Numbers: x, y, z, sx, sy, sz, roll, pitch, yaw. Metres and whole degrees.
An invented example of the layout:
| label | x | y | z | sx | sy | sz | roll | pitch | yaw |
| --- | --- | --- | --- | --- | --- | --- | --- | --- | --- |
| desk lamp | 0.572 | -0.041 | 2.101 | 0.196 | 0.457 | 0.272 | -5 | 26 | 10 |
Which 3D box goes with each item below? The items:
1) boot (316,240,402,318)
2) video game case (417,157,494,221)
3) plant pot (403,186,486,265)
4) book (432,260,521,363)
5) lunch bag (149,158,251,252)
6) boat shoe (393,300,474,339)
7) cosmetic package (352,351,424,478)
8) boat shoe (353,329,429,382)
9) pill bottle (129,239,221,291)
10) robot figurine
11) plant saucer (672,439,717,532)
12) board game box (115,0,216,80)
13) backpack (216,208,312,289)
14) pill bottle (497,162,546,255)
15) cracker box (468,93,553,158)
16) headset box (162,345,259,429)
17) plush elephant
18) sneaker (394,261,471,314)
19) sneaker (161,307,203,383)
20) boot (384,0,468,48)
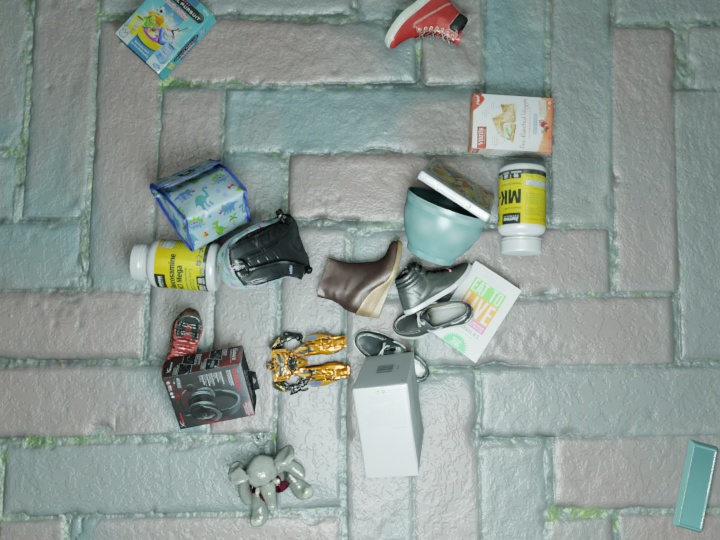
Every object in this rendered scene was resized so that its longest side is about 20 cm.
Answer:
| label | x | y | z | sx | sy | sz | roll | pitch | yaw |
| --- | --- | --- | --- | --- | --- | --- | --- | --- | --- |
| boot | 0.000 | 0.000 | 1.576 | 0.164 | 0.072 | 0.203 | 22 | 88 | 0 |
| video game case | 0.226 | -0.192 | 1.540 | 0.180 | 0.200 | 0.023 | 33 | 112 | 2 |
| plant pot | 0.182 | -0.095 | 1.540 | 0.197 | 0.201 | 0.136 | 19 | 107 | 1 |
| book | 0.273 | 0.098 | 1.587 | 0.132 | 0.048 | 0.202 | 33 | 86 | 9 |
| lunch bag | -0.374 | -0.172 | 1.544 | 0.168 | 0.129 | 0.200 | -28 | 53 | -25 |
| boat shoe | 0.165 | 0.112 | 1.550 | 0.196 | 0.060 | 0.075 | -9 | 70 | 16 |
| cosmetic package | 0.065 | 0.311 | 1.454 | 0.120 | 0.199 | 0.204 | -8 | 100 | 10 |
| boat shoe | 0.074 | 0.198 | 1.564 | 0.197 | 0.060 | 0.077 | 24 | 85 | 2 |
| pill bottle | -0.428 | -0.013 | 1.555 | 0.195 | 0.112 | 0.115 | 4 | 84 | 0 |
| robot figurine | -0.126 | 0.212 | 1.562 | 0.196 | 0.058 | 0.148 | -8 | 84 | -2 |
| plant saucer | 0.788 | 0.507 | 1.561 | 0.069 | 0.019 | 0.204 | 14 | 84 | 1 |
| board game box | -0.480 | -0.600 | 1.644 | 0.151 | 0.047 | 0.201 | 41 | 86 | 3 |
| backpack | -0.228 | -0.029 | 1.528 | 0.198 | 0.126 | 0.170 | -24 | 91 | -35 |
| pill bottle | 0.381 | -0.141 | 1.572 | 0.112 | 0.114 | 0.205 | 2 | 84 | 0 |
| cracker box | 0.365 | -0.351 | 1.620 | 0.195 | 0.058 | 0.137 | 3 | 84 | 0 |
| headset box | -0.330 | 0.265 | 1.515 | 0.196 | 0.078 | 0.151 | -9 | 118 | -1 |
| plush elephant | -0.208 | 0.466 | 1.488 | 0.162 | 0.155 | 0.203 | -21 | 85 | -2 |
| sneaker | 0.167 | 0.011 | 1.562 | 0.198 | 0.071 | 0.100 | -32 | 101 | -10 |
| sneaker | -0.416 | 0.176 | 1.559 | 0.070 | 0.098 | 0.204 | 14 | 108 | -17 |
| boot | 0.167 | -0.586 | 1.637 | 0.200 | 0.072 | 0.145 | -42 | 88 | -8 |
